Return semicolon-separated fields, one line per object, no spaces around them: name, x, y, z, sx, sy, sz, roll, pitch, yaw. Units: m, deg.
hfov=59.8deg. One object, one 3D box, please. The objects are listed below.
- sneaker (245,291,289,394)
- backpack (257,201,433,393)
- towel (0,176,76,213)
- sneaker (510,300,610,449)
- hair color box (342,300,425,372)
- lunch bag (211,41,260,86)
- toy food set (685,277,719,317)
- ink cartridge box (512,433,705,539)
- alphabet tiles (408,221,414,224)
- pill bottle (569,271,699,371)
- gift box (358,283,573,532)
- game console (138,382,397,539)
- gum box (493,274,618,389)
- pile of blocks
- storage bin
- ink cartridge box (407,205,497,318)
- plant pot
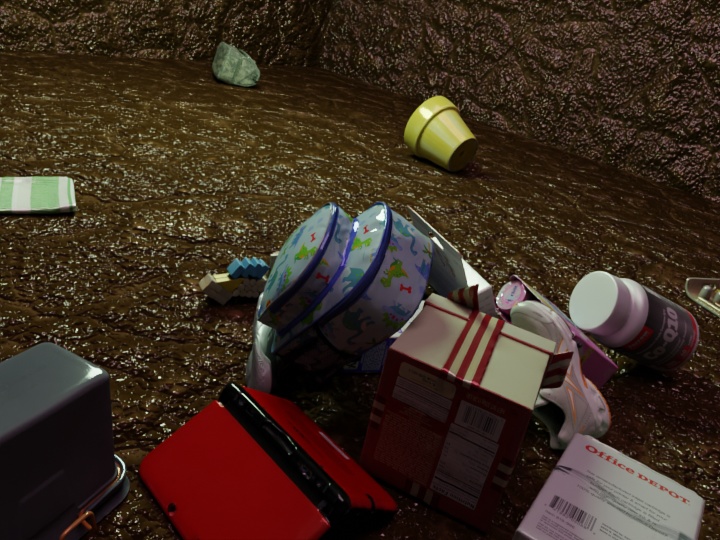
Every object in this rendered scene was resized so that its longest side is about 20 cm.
sneaker;-0.088;0.098;0.827;0.111;0.077;0.201;11;26;-11
backpack;-0.021;0.013;0.742;0.146;0.199;0.185;39;41;-23
towel;-0.625;-0.140;1.136;0.196;0.024;0.153;-1;28;-29
sneaker;0.244;0.136;0.825;0.091;0.076;0.203;-19;71;-25
hair color box;0.046;0.094;0.919;0.196;0.066;0.110;5;26;-22
lunch bag;-0.512;-0.844;2.598;0.165;0.141;0.200;18;19;-32
toy food set;0.840;0.071;1.376;0.141;0.062;0.201;2;27;-22
ink cartridge box;0.240;0.268;0.614;0.145;0.085;0.199;26;28;28
alphabet tiles;-0.007;-0.070;1.186;0.164;0.008;0.199;-15;6;-20
pill bottle;0.444;0.082;1.021;0.197;0.115;0.114;22;18;-25
gift box;0.124;0.137;0.709;0.182;0.203;0.186;25;25;15
game console;-0.091;0.219;0.634;0.199;0.120;0.172;34;0;38
gum box;0.296;0.096;0.985;0.113;0.066;0.201;33;14;-27
pile of blocks;-0.162;0.000;0.994;0.196;0.084;0.062;-3;28;-31
storage bin;-0.286;0.162;0.515;0.143;0.137;0.200;21;26;18
ink cartridge box;0.157;-0.008;1.065;0.044;0.179;0.200;-24;33;-8
plant pot;0.273;-0.427;2.031;0.198;0.203;0.189;-12;50;-44
